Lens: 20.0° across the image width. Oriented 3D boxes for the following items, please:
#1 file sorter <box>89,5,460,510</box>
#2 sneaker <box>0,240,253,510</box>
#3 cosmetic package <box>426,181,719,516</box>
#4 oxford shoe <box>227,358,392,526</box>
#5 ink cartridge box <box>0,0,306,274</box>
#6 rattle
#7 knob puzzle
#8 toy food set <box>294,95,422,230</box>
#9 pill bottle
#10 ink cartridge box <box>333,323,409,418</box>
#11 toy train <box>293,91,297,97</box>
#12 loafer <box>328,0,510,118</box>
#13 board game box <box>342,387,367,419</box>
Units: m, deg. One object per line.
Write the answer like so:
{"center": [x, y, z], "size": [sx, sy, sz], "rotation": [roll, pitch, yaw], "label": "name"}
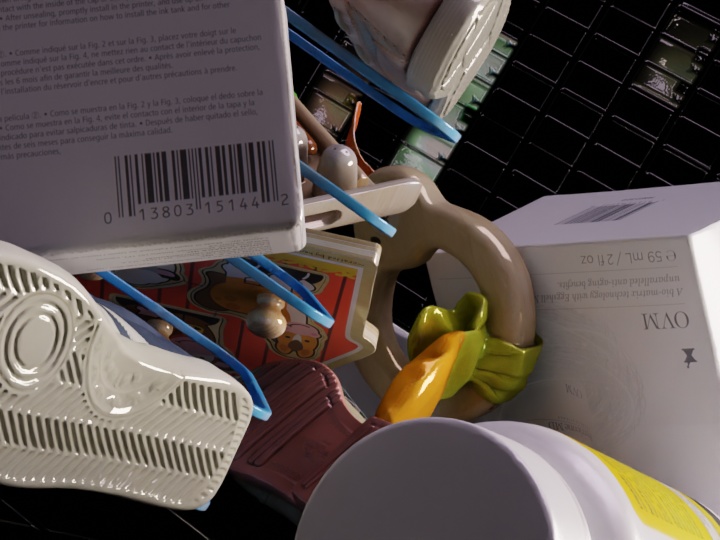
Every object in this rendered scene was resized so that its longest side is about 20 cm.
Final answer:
{"center": [-0.066, -0.017, 0.874], "size": [0.122, 0.201, 0.139], "rotation": [35, 1, -10], "label": "file sorter"}
{"center": [-0.121, 0.033, 0.716], "size": [0.084, 0.075, 0.200], "rotation": [24, -8, 32], "label": "sneaker"}
{"center": [0.164, 0.063, 1.182], "size": [0.199, 0.201, 0.123], "rotation": [-4, 15, 47], "label": "cosmetic package"}
{"center": [-0.016, 0.099, 0.947], "size": [0.074, 0.071, 0.200], "rotation": [59, -12, -27], "label": "oxford shoe"}
{"center": [-0.125, -0.087, 0.731], "size": [0.198, 0.178, 0.045], "rotation": [-5, -10, 0], "label": "ink cartridge box"}
{"center": [0.000, 0.000, 1.137], "size": [0.142, 0.130, 0.201], "rotation": [-18, 76, -38], "label": "rattle"}
{"center": [-0.089, 0.024, 1.033], "size": [0.218, 0.031, 0.220], "rotation": [9, -26, 4], "label": "knob puzzle"}
{"center": [-0.077, -0.085, 1.092], "size": [0.143, 0.061, 0.200], "rotation": [-14, 43, -29], "label": "toy food set"}
{"center": [0.064, 0.117, 0.723], "size": [0.114, 0.115, 0.200], "rotation": [33, 2, 32], "label": "pill bottle"}
{"center": [-0.068, 0.028, 1.348], "size": [0.144, 0.084, 0.200], "rotation": [30, 1, -44], "label": "ink cartridge box"}
{"center": [-0.084, -0.051, 1.127], "size": [0.056, 0.042, 0.200], "rotation": [23, 38, -1], "label": "toy train"}
{"center": [0.026, -0.111, 0.891], "size": [0.063, 0.072, 0.200], "rotation": [31, 4, 3], "label": "loafer"}
{"center": [-0.047, 0.038, 1.163], "size": [0.200, 0.023, 0.105], "rotation": [52, -3, 18], "label": "board game box"}
